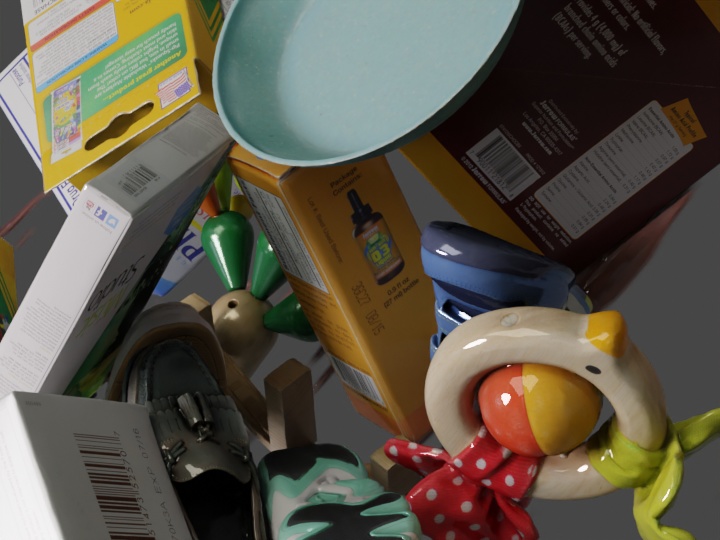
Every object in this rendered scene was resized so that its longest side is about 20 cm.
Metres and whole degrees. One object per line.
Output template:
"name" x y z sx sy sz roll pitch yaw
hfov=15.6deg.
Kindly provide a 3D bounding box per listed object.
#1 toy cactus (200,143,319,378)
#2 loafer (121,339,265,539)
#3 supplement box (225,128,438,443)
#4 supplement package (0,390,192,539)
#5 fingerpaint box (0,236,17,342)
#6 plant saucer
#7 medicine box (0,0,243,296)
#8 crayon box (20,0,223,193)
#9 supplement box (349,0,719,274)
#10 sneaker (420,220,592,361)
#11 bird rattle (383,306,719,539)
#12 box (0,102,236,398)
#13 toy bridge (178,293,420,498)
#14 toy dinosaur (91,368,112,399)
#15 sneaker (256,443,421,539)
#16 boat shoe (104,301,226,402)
"toy cactus" -0.054 0.002 1.638 0.200 0.102 0.166 38 110 29
"loafer" -0.078 0.128 1.432 0.063 0.071 0.201 -37 63 58
"supplement box" 0.000 0.000 1.495 0.066 0.201 0.069 -37 35 -18
"supplement package" -0.200 0.163 1.399 0.200 0.117 0.117 -32 68 26
"fingerpaint box" -0.331 0.073 1.820 0.199 0.073 0.167 -30 45 19
"plant saucer" 0.012 -0.131 1.416 0.199 0.036 0.201 -20 49 24
"medicine box" -0.125 -0.119 1.770 0.200 0.103 0.182 -43 42 6
"crayon box" -0.149 -0.136 1.688 0.125 0.052 0.201 -30 44 18
"supplement box" 0.111 -0.132 1.512 0.200 0.197 0.133 -38 42 9
"sneaker" 0.075 0.028 1.439 0.074 0.200 0.083 24 84 23
"bird rattle" 0.099 0.081 1.403 0.199 0.164 0.113 1 42 30
"box" -0.148 0.013 1.461 0.200 0.036 0.144 -57 -7 30
"toy bridge" -0.042 0.085 1.568 0.027 0.067 0.200 -36 51 -29
"toy dinosaur" -0.193 0.086 1.699 0.136 0.102 0.201 -24 56 58
"sneaker" -0.008 0.186 1.432 0.077 0.141 0.200 -6 14 -6
"boat shoe" -0.121 0.069 1.566 0.070 0.200 0.070 -3 56 -11
